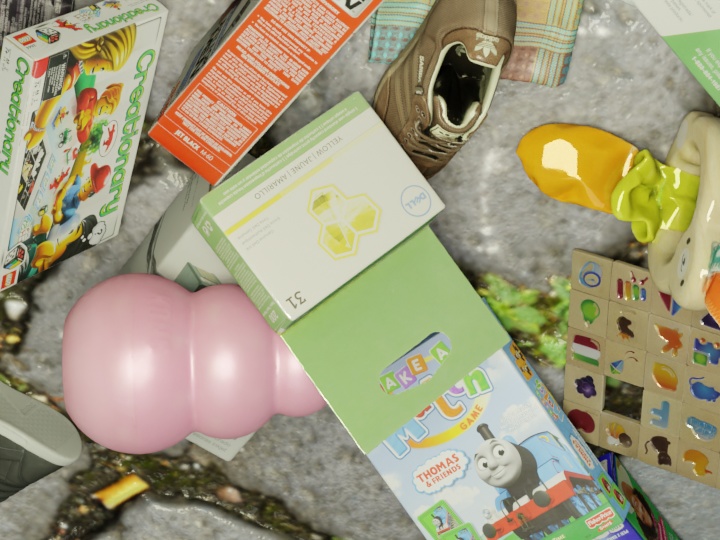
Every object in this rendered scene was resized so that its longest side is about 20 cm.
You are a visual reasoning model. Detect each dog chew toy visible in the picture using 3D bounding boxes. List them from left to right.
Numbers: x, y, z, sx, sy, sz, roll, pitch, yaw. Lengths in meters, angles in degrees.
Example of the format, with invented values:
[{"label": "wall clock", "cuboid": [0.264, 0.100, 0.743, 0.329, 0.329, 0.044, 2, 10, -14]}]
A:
[{"label": "dog chew toy", "cuboid": [-0.105, 0.063, 1.281, 0.198, 0.125, 0.126, -1, 128, -3]}]

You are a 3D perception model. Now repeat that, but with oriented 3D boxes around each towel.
[{"label": "towel", "cuboid": [0.084, -0.216, 1.219, 0.145, 0.022, 0.201, 7, 128, -1]}]

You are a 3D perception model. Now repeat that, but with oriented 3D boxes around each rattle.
[{"label": "rattle", "cuboid": [0.192, -0.035, 1.235, 0.142, 0.201, 0.130, 27, 125, -16]}]

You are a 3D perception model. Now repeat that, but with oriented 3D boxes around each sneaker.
[{"label": "sneaker", "cuboid": [-0.329, 0.121, 1.474, 0.199, 0.071, 0.099, 37, 116, -27]}, {"label": "sneaker", "cuboid": [0.050, -0.112, 1.245, 0.070, 0.076, 0.201, 12, 141, -8]}]

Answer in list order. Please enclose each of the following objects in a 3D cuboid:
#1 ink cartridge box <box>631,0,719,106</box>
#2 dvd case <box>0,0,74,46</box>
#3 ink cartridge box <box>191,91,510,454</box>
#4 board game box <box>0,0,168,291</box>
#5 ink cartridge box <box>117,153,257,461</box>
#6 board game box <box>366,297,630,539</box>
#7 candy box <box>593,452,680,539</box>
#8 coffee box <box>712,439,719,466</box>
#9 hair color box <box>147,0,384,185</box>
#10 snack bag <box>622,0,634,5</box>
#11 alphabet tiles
[{"label": "ink cartridge box", "cuboid": [0.260, -0.219, 1.128, 0.199, 0.088, 0.145, -34, 123, 23]}, {"label": "dvd case", "cuboid": [-0.287, -0.227, 1.241, 0.198, 0.016, 0.150, 11, 128, -5]}, {"label": "ink cartridge box", "cuboid": [0.000, 0.000, 1.250, 0.201, 0.145, 0.048, 52, 157, 5]}, {"label": "board game box", "cuboid": [-0.205, -0.088, 1.277, 0.035, 0.126, 0.201, 36, 131, 22]}, {"label": "ink cartridge box", "cuboid": [-0.101, 0.026, 1.377, 0.145, 0.084, 0.200, 30, 124, -17]}, {"label": "board game box", "cuboid": [0.092, 0.143, 1.439, 0.151, 0.037, 0.201, -34, 94, 26]}, {"label": "candy box", "cuboid": [0.191, 0.268, 1.545, 0.168, 0.077, 0.200, -27, 121, 24]}, {"label": "coffee box", "cuboid": [0.340, 0.059, 1.372, 0.112, 0.080, 0.201, 10, 127, -3]}, {"label": "hair color box", "cuboid": [-0.050, -0.160, 1.202, 0.064, 0.111, 0.200, 37, 126, -14]}, {"label": "snack bag", "cuboid": [0.223, -0.240, 1.179, 0.199, 0.022, 0.189, 30, 121, -23]}, {"label": "alphabet tiles", "cuboid": [0.243, 0.083, 1.373, 0.198, 0.008, 0.169, 18, 125, 28]}]
